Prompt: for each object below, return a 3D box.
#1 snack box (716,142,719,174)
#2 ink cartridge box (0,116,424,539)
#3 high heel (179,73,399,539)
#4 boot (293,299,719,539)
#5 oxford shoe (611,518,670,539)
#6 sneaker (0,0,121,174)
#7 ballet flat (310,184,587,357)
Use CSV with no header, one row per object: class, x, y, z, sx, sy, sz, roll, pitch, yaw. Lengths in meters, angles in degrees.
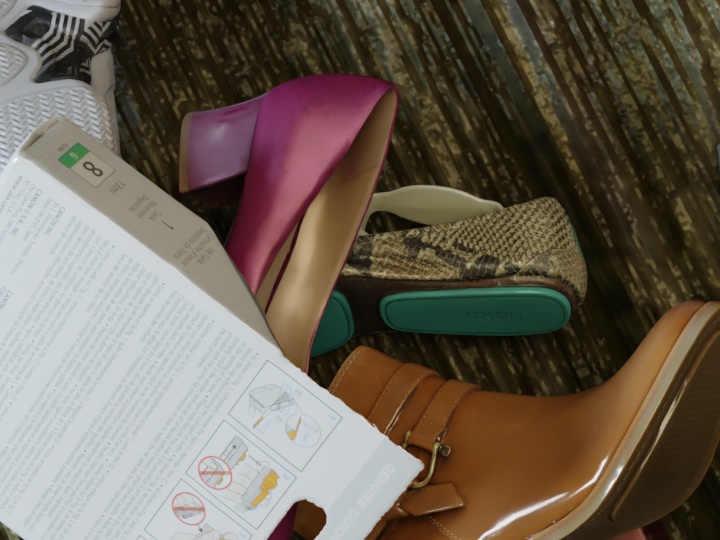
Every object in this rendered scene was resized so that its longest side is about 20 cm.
snack box,0.272,0.010,1.171,0.199,0.068,0.169,-2,79,-6
ink cartridge box,-0.086,0.058,1.044,0.200,0.161,0.050,36,33,-1
high heel,-0.023,0.018,1.068,0.096,0.067,0.201,-10,82,25
boot,0.058,0.070,1.096,0.155,0.074,0.200,35,97,32
oxford shoe,0.114,0.176,1.134,0.075,0.070,0.200,-20,78,15
sneaker,-0.141,-0.063,1.151,0.075,0.115,0.200,-3,44,-6
ballet flat,0.000,0.000,1.153,0.199,0.068,0.075,-8,59,2
